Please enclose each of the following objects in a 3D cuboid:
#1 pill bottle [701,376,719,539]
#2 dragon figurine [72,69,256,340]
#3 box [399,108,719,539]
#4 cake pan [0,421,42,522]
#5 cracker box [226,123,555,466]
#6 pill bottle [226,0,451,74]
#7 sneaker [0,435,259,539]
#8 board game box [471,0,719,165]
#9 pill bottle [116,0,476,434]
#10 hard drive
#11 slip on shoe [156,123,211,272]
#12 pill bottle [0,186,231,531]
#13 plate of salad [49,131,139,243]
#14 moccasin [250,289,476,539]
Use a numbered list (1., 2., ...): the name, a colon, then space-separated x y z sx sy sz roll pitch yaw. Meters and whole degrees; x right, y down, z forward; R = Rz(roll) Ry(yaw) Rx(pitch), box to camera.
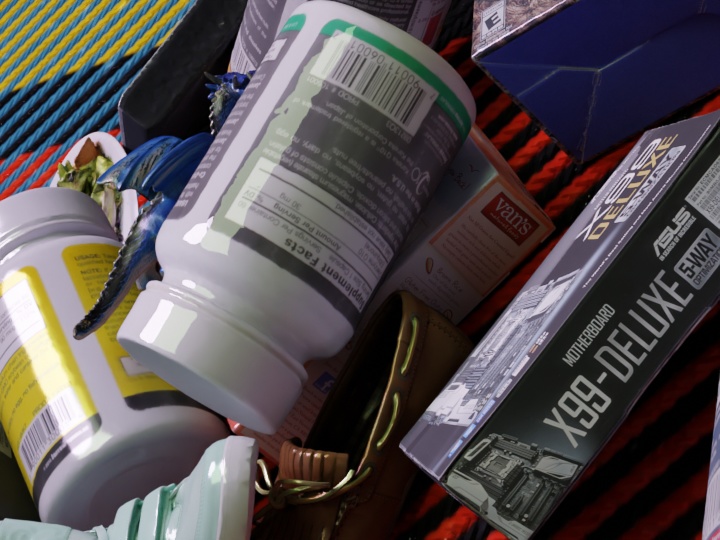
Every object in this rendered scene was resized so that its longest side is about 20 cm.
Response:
1. pill bottle: 0.193 0.052 0.737 0.119 0.120 0.201 -21 41 38
2. dragon figurine: -0.102 -0.042 1.084 0.200 0.100 0.059 -31 21 -31
3. box: 0.104 0.023 0.889 0.200 0.050 0.158 -52 4 -2
4. cake pan: -0.218 0.103 1.123 0.037 0.200 0.201 -40 32 13
5. cracker box: 0.000 0.000 1.096 0.200 0.058 0.134 -45 32 10
6. pill bottle: -0.003 -0.166 1.144 0.117 0.116 0.201 -92 18 -49
7. sneaker: -0.125 0.141 0.972 0.074 0.118 0.201 -85 19 -45
8. board game box: 0.152 -0.185 1.064 0.159 0.097 0.201 -29 37 30
9. pill bottle: -0.034 -0.026 1.006 0.113 0.113 0.201 12 68 56
10. hard drive: -0.102 -0.125 1.281 0.140 0.033 0.200 -53 -2 -12
11. slip on shoe: -0.082 -0.073 1.275 0.076 0.061 0.201 -5 52 49
12. pill bottle: -0.156 0.053 1.127 0.114 0.114 0.200 -40 53 14
13. plate of salad: -0.192 0.008 1.279 0.200 0.048 0.201 -24 61 56
14. moccasin: -0.014 0.103 0.982 0.202 0.078 0.074 -56 32 -8
